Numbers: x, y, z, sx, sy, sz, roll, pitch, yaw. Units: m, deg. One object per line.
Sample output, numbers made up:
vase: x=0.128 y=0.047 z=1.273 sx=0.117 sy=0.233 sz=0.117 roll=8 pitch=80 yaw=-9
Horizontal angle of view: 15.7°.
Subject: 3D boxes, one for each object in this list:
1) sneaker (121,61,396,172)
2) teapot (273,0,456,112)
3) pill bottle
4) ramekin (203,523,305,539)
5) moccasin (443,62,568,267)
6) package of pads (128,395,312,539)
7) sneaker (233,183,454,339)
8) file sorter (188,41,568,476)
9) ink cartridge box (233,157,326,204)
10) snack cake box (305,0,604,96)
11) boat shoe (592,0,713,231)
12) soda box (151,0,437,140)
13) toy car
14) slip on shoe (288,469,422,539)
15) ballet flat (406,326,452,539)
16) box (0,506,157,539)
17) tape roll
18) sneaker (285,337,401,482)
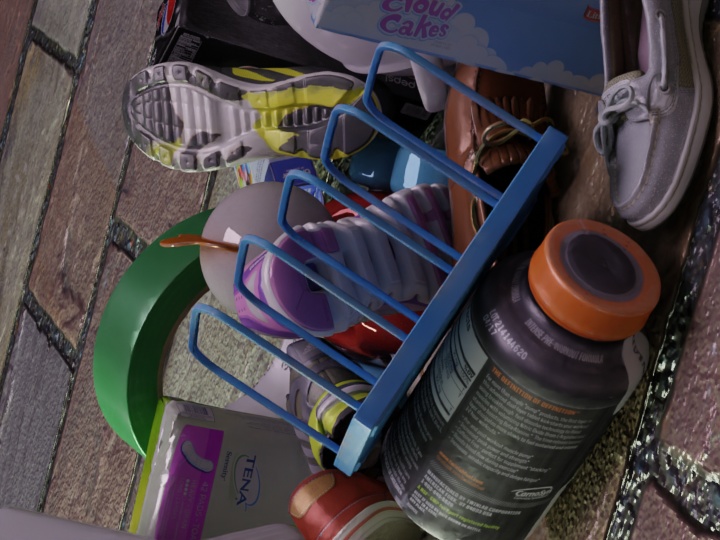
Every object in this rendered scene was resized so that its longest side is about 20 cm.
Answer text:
sneaker: x=-0.067 y=-0.104 z=1.785 sx=0.085 sy=0.200 sz=0.075 roll=-15 pitch=-71 yaw=-65
teapot: x=0.033 y=-0.192 z=1.744 sx=0.197 sy=0.200 sz=0.146 roll=2 pitch=118 yaw=47
pill bottle: x=0.095 y=0.061 z=1.474 sx=0.106 sy=0.106 sz=0.200 roll=-96 pitch=27 yaw=-42
ramekin: x=-0.052 y=0.256 z=1.687 sx=0.202 sy=0.094 sz=0.202 roll=59 pitch=162 yaw=31
moccasin: x=0.091 y=-0.059 z=1.612 sx=0.078 sy=0.074 sz=0.202 roll=-26 pitch=51 yaw=56
package of pads: x=-0.084 y=0.199 z=1.823 sx=0.068 sy=0.154 sz=0.200 roll=-151 pitch=73 yaw=-71
sneaker: x=0.000 y=0.000 z=1.631 sx=0.088 sy=0.200 sz=0.081 roll=-23 pitch=82 yaw=50
file sorter: x=0.006 y=-0.010 z=1.479 sx=0.200 sy=0.123 sz=0.139 roll=-55 pitch=-4 yaw=-15
ink cartridge box: x=-0.069 y=-0.084 z=2.014 sx=0.119 sy=0.042 sz=0.200 roll=99 pitch=154 yaw=-55
snack cake box: x=0.065 y=-0.176 z=1.557 sx=0.115 sy=0.200 sz=0.067 roll=-106 pitch=33 yaw=-54
boat shoe: x=0.157 y=-0.121 z=1.471 sx=0.074 sy=0.065 sz=0.202 roll=151 pitch=128 yaw=-66
soda box: x=-0.044 y=-0.149 z=1.844 sx=0.063 sy=0.200 sz=0.071 roll=126 pitch=154 yaw=-48
toy car: x=-0.043 y=-0.009 z=1.762 sx=0.177 sy=0.200 sz=0.185 roll=-160 pitch=83 yaw=-71
slip on shoe: x=0.002 y=0.157 z=1.636 sx=0.074 sy=0.061 sz=0.200 roll=-47 pitch=-16 yaw=3
ballet flat: x=0.059 y=0.089 z=1.623 sx=0.067 sy=0.064 sz=0.200 roll=126 pitch=150 yaw=-49
box: x=-0.215 y=0.285 z=1.693 sx=0.200 sy=0.171 sz=0.199 roll=3 pitch=116 yaw=52
tape roll: x=-0.095 y=0.053 z=1.871 sx=0.048 sy=0.200 sz=0.201 roll=32 pitch=111 yaw=45
sneaker: x=-0.007 y=0.107 z=1.691 sx=0.081 sy=0.074 sz=0.200 roll=59 pitch=167 yaw=28
